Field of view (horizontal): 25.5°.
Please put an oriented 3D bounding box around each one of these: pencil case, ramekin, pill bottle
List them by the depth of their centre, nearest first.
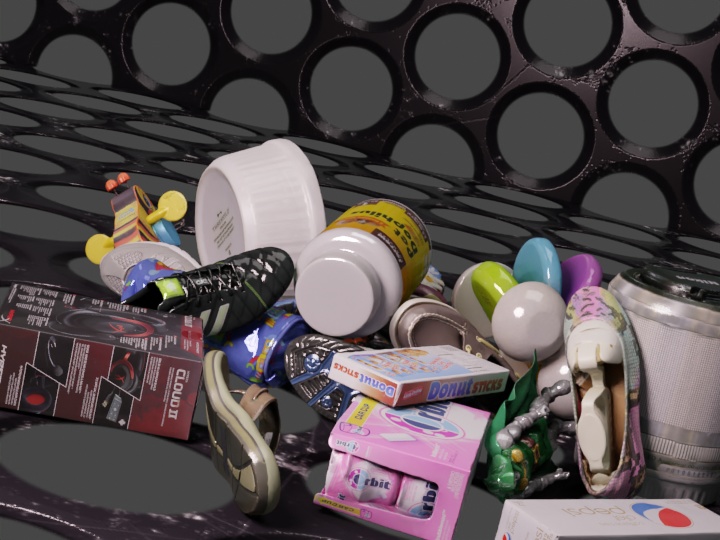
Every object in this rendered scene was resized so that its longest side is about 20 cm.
[{"bbox_3d":[0.000,0.000,1.573,0.109,0.110,0.200,15,18,11],"label":"pill bottle"},{"bbox_3d":[-0.149,0.055,1.576,0.199,0.087,0.078,19,-13,24],"label":"pencil case"},{"bbox_3d":[-0.121,-0.047,1.842,0.094,0.203,0.202,-8,19,-26],"label":"ramekin"}]

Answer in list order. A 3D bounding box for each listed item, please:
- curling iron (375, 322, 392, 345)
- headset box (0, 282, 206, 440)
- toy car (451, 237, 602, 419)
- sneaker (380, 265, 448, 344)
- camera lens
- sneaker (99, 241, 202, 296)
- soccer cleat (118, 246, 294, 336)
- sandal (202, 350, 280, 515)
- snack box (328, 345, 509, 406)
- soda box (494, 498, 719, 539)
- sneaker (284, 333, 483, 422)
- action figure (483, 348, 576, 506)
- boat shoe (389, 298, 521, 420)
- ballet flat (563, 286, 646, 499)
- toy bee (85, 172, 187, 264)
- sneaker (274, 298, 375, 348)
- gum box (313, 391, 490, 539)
[{"bbox_3d":[0.050,0.069,1.689,0.200,0.050,0.026,31,47,-17],"label":"curling iron"},{"bbox_3d":[-0.219,0.079,1.383,0.199,0.075,0.149,11,11,-9],"label":"headset box"},{"bbox_3d":[0.205,0.051,1.683,0.200,0.150,0.175,50,-7,-19],"label":"toy car"},{"bbox_3d":[0.059,0.024,1.765,0.075,0.090,0.200,43,-17,-11],"label":"sneaker"},{"bbox_3d":[0.297,0.104,1.518,0.159,0.201,0.160,12,11,-2],"label":"camera lens"},{"bbox_3d":[-0.203,0.019,1.696,0.199,0.075,0.082,19,11,26],"label":"sneaker"},{"bbox_3d":[-0.155,0.028,1.495,0.068,0.199,0.081,62,-6,28],"label":"soccer cleat"},{"bbox_3d":[-0.087,0.131,1.265,0.057,0.080,0.201,-10,27,-16],"label":"sandal"},{"bbox_3d":[0.056,0.092,1.418,0.072,0.024,0.200,23,12,31],"label":"snack box"},{"bbox_3d":[0.198,0.215,1.212,0.199,0.064,0.068,6,13,-34],"label":"soda box"},{"bbox_3d":[0.021,0.116,1.510,0.199,0.076,0.077,23,5,3],"label":"sneaker"},{"bbox_3d":[0.148,0.154,1.394,0.054,0.119,0.200,-11,11,25],"label":"action figure"},{"bbox_3d":[0.103,0.093,1.569,0.200,0.072,0.059,41,-4,-43],"label":"boat shoe"},{"bbox_3d":[0.216,0.110,1.432,0.069,0.201,0.071,-10,-11,27],"label":"ballet flat"},{"bbox_3d":[-0.275,-0.056,1.908,0.131,0.109,0.200,-36,16,-11],"label":"toy bee"},{"bbox_3d":[-0.060,0.064,1.689,0.078,0.076,0.200,9,0,30],"label":"sneaker"},{"bbox_3d":[0.038,0.156,1.313,0.113,0.066,0.200,15,11,7],"label":"gum box"}]
